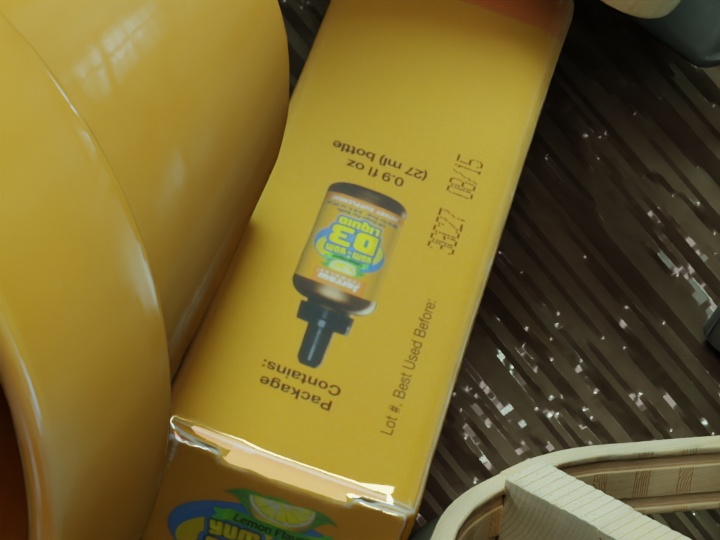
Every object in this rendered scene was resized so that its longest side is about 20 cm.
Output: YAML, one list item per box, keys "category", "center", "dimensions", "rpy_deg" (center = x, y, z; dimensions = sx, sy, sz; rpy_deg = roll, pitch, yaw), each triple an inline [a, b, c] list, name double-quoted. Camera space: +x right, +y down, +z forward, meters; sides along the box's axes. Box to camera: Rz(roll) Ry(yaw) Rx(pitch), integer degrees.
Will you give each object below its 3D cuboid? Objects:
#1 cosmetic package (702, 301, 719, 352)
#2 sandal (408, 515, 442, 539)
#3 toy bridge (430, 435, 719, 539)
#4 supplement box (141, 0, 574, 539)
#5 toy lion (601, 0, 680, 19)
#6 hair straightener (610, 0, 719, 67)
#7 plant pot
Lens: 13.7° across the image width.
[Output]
- category: "cosmetic package"
  center: [0.170, -0.016, 0.762]
  dimensions: [0.107, 0.200, 0.090]
  rpy_deg: [42, 68, 11]
- category: "sandal"
  center: [0.093, 0.115, 0.760]
  dimensions: [0.199, 0.055, 0.082]
  rpy_deg: [32, 63, 15]
- category: "toy bridge"
  center: [0.061, 0.071, 0.751]
  dimensions: [0.067, 0.027, 0.199]
  rpy_deg: [25, 30, 33]
- category: "supplement box"
  center: [0.000, 0.000, 0.776]
  dimensions: [0.066, 0.069, 0.201]
  rpy_deg: [19, 44, 1]
- category: "toy lion"
  center: [0.028, -0.166, 0.804]
  dimensions: [0.199, 0.069, 0.192]
  rpy_deg: [19, 35, -28]
- category: "hair straightener"
  center: [0.034, -0.123, 0.829]
  dimensions: [0.200, 0.077, 0.041]
  rpy_deg: [38, 103, -15]
- category: "plant pot"
  center: [-0.109, -0.017, 0.662]
  dimensions: [0.200, 0.201, 0.183]
  rpy_deg: [32, 38, 9]
